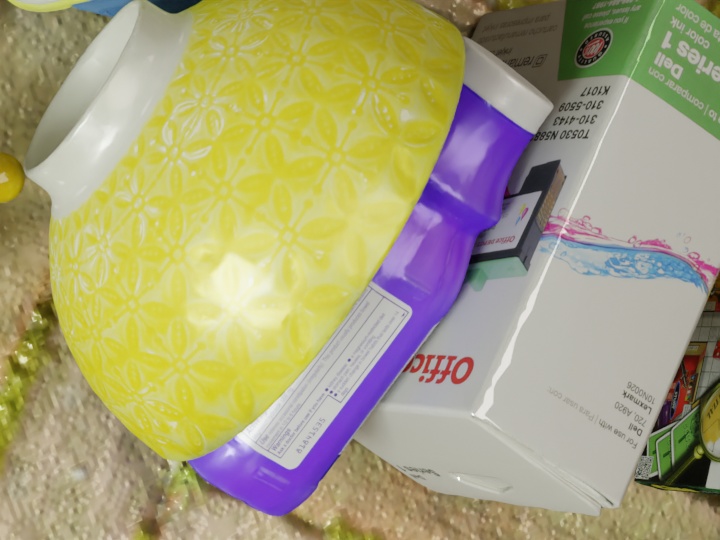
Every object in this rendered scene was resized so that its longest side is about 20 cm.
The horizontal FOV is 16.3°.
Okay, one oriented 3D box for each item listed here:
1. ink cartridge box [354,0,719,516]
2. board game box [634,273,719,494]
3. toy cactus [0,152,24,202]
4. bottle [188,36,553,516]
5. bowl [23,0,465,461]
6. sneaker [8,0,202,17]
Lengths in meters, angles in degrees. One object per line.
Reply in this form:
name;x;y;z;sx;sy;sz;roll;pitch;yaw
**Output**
ink cartridge box;0.077;-0.009;1.057;0.084;0.144;0.201;32;74;-26
board game box;0.182;0.003;1.143;0.023;0.105;0.202;18;79;-30
toy cactus;-0.223;-0.017;0.921;0.164;0.102;0.201;30;83;-17
bottle;0.000;0.000;1.009;0.065;0.084;0.200;31;101;-31
bowl;-0.062;-0.040;0.952;0.107;0.200;0.201;33;73;-18
sneaker;-0.046;-0.148;0.982;0.198;0.105;0.076;-12;85;10
